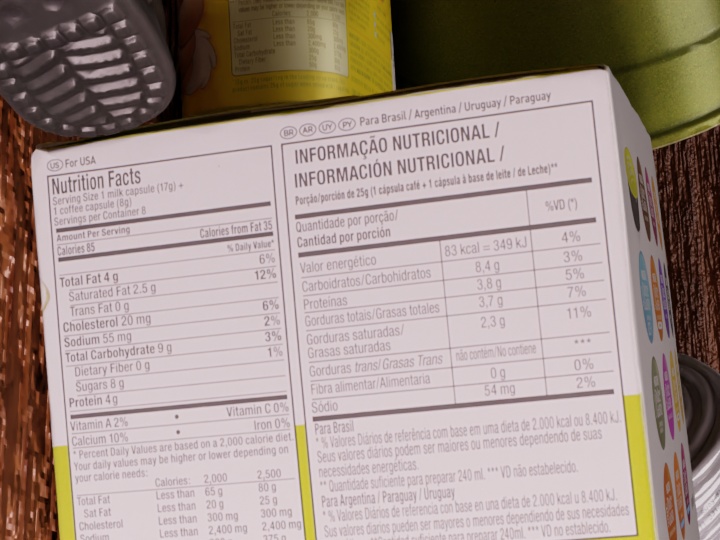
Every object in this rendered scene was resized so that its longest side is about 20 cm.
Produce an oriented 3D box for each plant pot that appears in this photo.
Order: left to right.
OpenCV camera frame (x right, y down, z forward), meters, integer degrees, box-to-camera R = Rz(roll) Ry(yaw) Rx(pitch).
[{"bbox_3d":[0.096,-0.177,0.767,0.201,0.198,0.195,-64,145,-64],"label":"plant pot"}]

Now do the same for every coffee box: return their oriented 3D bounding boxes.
[{"bbox_3d":[0.016,0.046,0.567,0.200,0.197,0.200,7,76,-75],"label":"coffee box"}]

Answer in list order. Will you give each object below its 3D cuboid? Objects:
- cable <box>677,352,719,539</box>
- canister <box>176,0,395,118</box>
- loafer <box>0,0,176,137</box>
[{"bbox_3d":[0.109,0.118,0.797,0.070,0.199,0.200,64,-17,-17],"label":"cable"},{"bbox_3d":[-0.034,-0.159,0.686,0.148,0.085,0.203,16,70,-75],"label":"canister"},{"bbox_3d":[-0.109,-0.124,0.436,0.201,0.072,0.072,73,8,-52],"label":"loafer"}]
